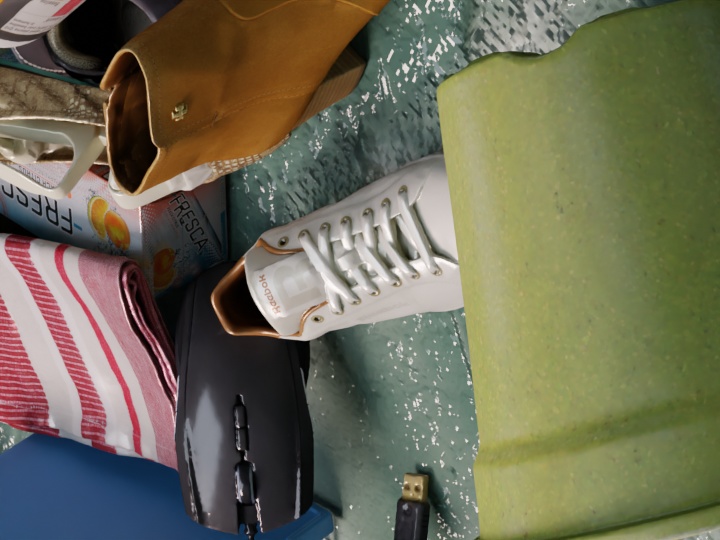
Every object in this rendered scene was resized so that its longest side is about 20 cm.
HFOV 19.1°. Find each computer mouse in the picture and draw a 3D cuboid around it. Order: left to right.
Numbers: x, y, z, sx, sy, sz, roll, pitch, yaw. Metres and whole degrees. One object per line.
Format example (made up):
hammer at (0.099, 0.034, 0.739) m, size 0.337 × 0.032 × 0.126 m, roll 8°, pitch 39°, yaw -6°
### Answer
computer mouse at (-0.032, 0.094, 1.112) m, size 0.046 × 0.139 × 0.202 m, roll 74°, pitch -162°, yaw -82°

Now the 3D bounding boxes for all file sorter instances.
file sorter at (-0.125, 0.182, 1.243) m, size 0.199 × 0.138 × 0.124 m, roll 25°, pitch 136°, yaw 40°

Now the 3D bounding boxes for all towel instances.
towel at (-0.174, 0.042, 1.208) m, size 0.199 × 0.023 × 0.145 m, roll 10°, pitch 131°, yaw 41°

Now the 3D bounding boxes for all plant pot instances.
plant pot at (0.113, -0.001, 0.823) m, size 0.200 × 0.199 × 0.186 m, roll -20°, pitch 85°, yaw 53°

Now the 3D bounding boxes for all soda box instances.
soda box at (-0.160, -0.058, 1.199) m, size 0.199 × 0.063 × 0.069 m, roll 30°, pitch 133°, yaw 37°

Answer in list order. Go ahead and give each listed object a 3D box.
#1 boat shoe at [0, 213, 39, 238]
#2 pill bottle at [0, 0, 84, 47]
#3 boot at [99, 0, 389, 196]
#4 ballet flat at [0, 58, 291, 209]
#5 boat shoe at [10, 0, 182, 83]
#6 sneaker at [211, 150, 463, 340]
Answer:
boat shoe at (-0.197, 0.016, 1.282) m, size 0.200 × 0.072 × 0.066 m, roll 36°, pitch 131°, yaw 25°
pill bottle at (-0.165, -0.180, 1.038) m, size 0.199 × 0.116 × 0.117 m, roll -35°, pitch 84°, yaw 30°
boot at (-0.045, -0.123, 0.954) m, size 0.071 × 0.144 × 0.202 m, roll 42°, pitch 138°, yaw 24°
ballet flat at (-0.132, -0.064, 1.106) m, size 0.198 × 0.066 × 0.071 m, roll 8°, pitch 159°, yaw 22°
boat shoe at (-0.138, -0.133, 1.124) m, size 0.199 × 0.065 × 0.073 m, roll 3°, pitch 114°, yaw 50°
sneaker at (0.000, 0.000, 1.027) m, size 0.199 × 0.084 × 0.073 m, roll -24°, pitch 91°, yaw 52°
